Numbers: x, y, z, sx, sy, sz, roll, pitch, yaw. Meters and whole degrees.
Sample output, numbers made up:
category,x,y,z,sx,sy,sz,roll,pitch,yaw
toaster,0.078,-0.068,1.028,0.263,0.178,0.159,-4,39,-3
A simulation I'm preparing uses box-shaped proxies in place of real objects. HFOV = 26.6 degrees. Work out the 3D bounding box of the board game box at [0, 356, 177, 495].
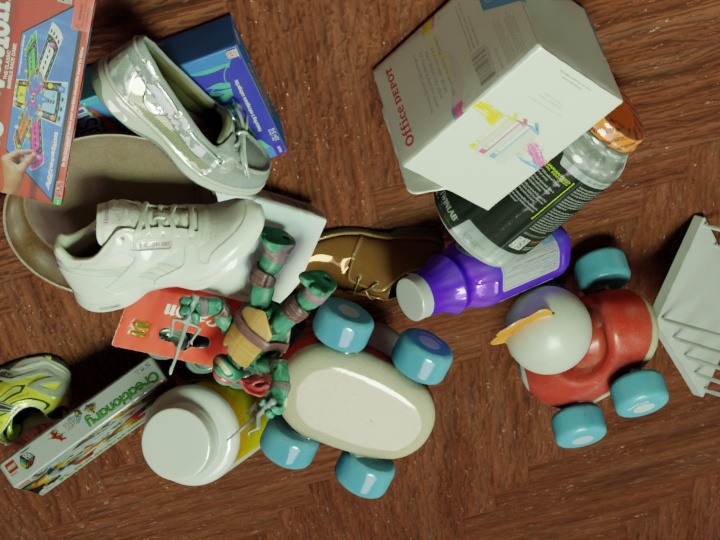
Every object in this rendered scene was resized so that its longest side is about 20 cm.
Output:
category,x,y,z,sx,sy,sz,roll,pitch,yaw
board game box,-0.295,0.174,1.684,0.199,0.035,0.126,-36,169,-5

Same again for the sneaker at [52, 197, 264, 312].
category,x,y,z,sx,sy,sz,roll,pitch,yaw
sneaker,-0.184,-0.026,1.378,0.198,0.075,0.100,-20,135,8

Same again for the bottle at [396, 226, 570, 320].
category,x,y,z,sx,sy,sz,roll,pitch,yaw
bottle,0.128,-0.002,1.605,0.199,0.083,0.066,-21,125,-31

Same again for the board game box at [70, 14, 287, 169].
category,x,y,z,sx,sy,sz,roll,pitch,yaw
board game box,-0.185,-0.139,1.408,0.198,0.045,0.152,-19,142,6

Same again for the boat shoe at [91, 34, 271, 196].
category,x,y,z,sx,sy,sz,roll,pitch,yaw
boat shoe,-0.145,-0.133,1.334,0.065,0.075,0.202,-31,132,26

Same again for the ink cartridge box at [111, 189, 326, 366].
category,x,y,z,sx,sy,sz,roll,pitch,yaw
ink cartridge box,-0.144,0.009,1.539,0.159,0.047,0.201,15,105,-34

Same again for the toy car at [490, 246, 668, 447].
category,x,y,z,sx,sy,sz,roll,pitch,yaw
toy car,0.208,0.077,1.666,0.199,0.186,0.177,12,146,-40

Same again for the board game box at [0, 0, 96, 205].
category,x,y,z,sx,sy,sz,roll,pitch,yaw
board game box,-0.290,-0.157,1.299,0.102,0.019,0.201,12,119,-5

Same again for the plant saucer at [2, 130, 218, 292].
category,x,y,z,sx,sy,sz,roll,pitch,yaw
plant saucer,-0.231,-0.057,1.415,0.198,0.035,0.201,-6,134,-6

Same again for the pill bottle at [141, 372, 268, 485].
category,x,y,z,sx,sy,sz,roll,pitch,yaw
pill bottle,-0.170,0.172,1.678,0.109,0.110,0.200,-26,179,14

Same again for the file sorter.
category,x,y,z,sx,sy,sz,roll,pitch,yaw
file sorter,0.438,0.058,1.752,0.124,0.139,0.200,17,160,36

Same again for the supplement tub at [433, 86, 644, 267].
category,x,y,z,sx,sy,sz,roll,pitch,yaw
supplement tub,0.177,-0.105,1.510,0.122,0.123,0.200,22,130,-38

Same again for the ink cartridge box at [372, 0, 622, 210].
category,x,y,z,sx,sy,sz,roll,pitch,yaw
ink cartridge box,0.116,-0.164,1.410,0.125,0.129,0.200,23,129,-39

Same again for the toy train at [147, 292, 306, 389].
category,x,y,z,sx,sy,sz,roll,pitch,yaw
toy train,-0.154,0.051,1.635,0.199,0.085,0.114,25,115,-37

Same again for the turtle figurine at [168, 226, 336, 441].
category,x,y,z,sx,sy,sz,roll,pitch,yaw
turtle figurine,-0.111,0.062,1.519,0.149,0.101,0.201,36,113,3

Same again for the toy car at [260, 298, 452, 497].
category,x,y,z,sx,sy,sz,roll,pitch,yaw
toy car,-0.007,0.109,1.677,0.176,0.200,0.185,21,111,-10

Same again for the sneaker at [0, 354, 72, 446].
category,x,y,z,sx,sy,sz,roll,pitch,yaw
sneaker,-0.414,0.155,1.674,0.198,0.077,0.076,-19,143,5

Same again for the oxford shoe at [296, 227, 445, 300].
category,x,y,z,sx,sy,sz,roll,pitch,yaw
oxford shoe,0.000,0.000,1.626,0.198,0.072,0.072,-6,143,-9
